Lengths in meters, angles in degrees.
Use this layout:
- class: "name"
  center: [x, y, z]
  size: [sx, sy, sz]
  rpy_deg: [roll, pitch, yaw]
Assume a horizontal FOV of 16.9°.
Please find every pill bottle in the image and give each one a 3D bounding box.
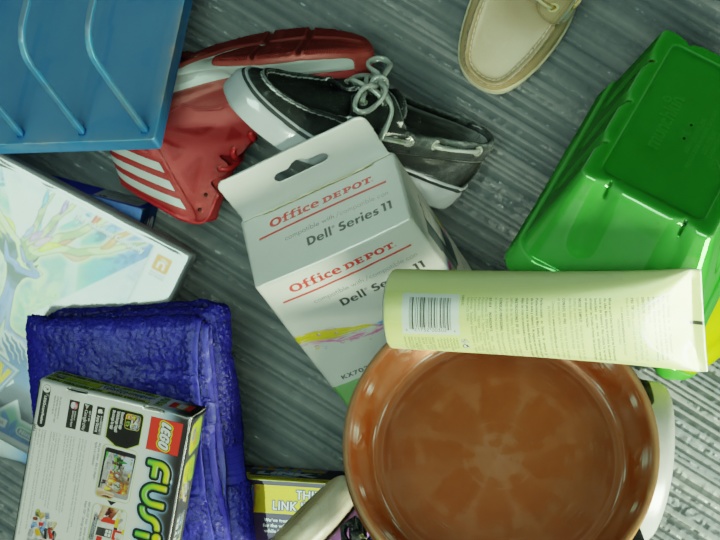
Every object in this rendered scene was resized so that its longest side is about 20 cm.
- class: "pill bottle"
  center: [0.101, 0.117, 1.612]
  size: [0.200, 0.111, 0.111]
  rpy_deg: [8, 97, -6]

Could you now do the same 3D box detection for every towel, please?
- class: "towel"
  center: [-0.151, 0.123, 1.649]
  size: [0.148, 0.050, 0.200]
  rpy_deg: [-5, 97, 6]

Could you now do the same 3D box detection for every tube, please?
- class: "tube"
  center: [0.115, 0.028, 1.500]
  size: [0.200, 0.058, 0.052]
  rpy_deg: [2, 76, 18]

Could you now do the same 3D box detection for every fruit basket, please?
- class: "fruit basket"
  center: [0.192, -0.022, 1.587]
  size: [0.155, 0.216, 0.216]
  rpy_deg: [28, 100, 7]

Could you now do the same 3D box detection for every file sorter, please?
- class: "file sorter"
  center: [-0.233, -0.168, 1.616]
  size: [0.200, 0.123, 0.139]
  rpy_deg: [-1, 61, 20]

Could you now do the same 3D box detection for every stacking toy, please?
- class: "stacking toy"
  center: [0.030, 0.234, 1.623]
  size: [0.200, 0.085, 0.085]
  rpy_deg: [45, 101, -1]

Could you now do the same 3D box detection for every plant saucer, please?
- class: "plant saucer"
  center: [0.088, 0.115, 1.531]
  size: [0.200, 0.032, 0.200]
  rpy_deg: [0, 66, 0]

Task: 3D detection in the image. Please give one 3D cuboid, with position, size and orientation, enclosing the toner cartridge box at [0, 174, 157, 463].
- class: "toner cartridge box"
  center: [-0.214, 0.038, 1.716]
  size: [0.095, 0.043, 0.200]
  rpy_deg: [14, 98, 9]

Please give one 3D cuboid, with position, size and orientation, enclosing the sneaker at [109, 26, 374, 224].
- class: "sneaker"
  center: [-0.080, -0.099, 1.675]
  size: [0.200, 0.078, 0.116]
  rpy_deg: [-6, 109, 15]

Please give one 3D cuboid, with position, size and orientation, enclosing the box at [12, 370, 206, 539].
- class: "box"
  center: [-0.176, 0.178, 1.622]
  size: [0.110, 0.035, 0.200]
  rpy_deg: [13, 100, 11]

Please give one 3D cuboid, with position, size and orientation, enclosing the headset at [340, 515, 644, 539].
- class: "headset"
  center: [0.089, 0.192, 1.579]
  size: [0.200, 0.094, 0.124]
  rpy_deg: [-3, 138, -19]

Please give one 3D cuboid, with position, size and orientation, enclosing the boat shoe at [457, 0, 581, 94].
- class: "boat shoe"
  center: [0.124, -0.209, 1.617]
  size: [0.074, 0.069, 0.200]
  rpy_deg: [30, 100, 6]

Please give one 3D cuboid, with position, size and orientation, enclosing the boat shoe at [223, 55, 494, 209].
- class: "boat shoe"
  center: [0.004, -0.102, 1.601]
  size: [0.199, 0.074, 0.068]
  rpy_deg: [23, 121, -30]

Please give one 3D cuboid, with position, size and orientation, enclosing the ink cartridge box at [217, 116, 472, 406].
- class: "ink cartridge box"
  center: [0.000, 0.000, 1.602]
  size: [0.117, 0.067, 0.200]
  rpy_deg: [-25, 136, 12]

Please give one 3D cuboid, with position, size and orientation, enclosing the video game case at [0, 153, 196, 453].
- class: "video game case"
  center: [-0.241, 0.022, 1.685]
  size: [0.200, 0.022, 0.182]
  rpy_deg: [27, 100, 6]

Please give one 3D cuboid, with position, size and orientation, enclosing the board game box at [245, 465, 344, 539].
- class: "board game box"
  center: [-0.035, 0.224, 1.697]
  size: [0.200, 0.057, 0.165]
  rpy_deg: [3, 94, 9]
